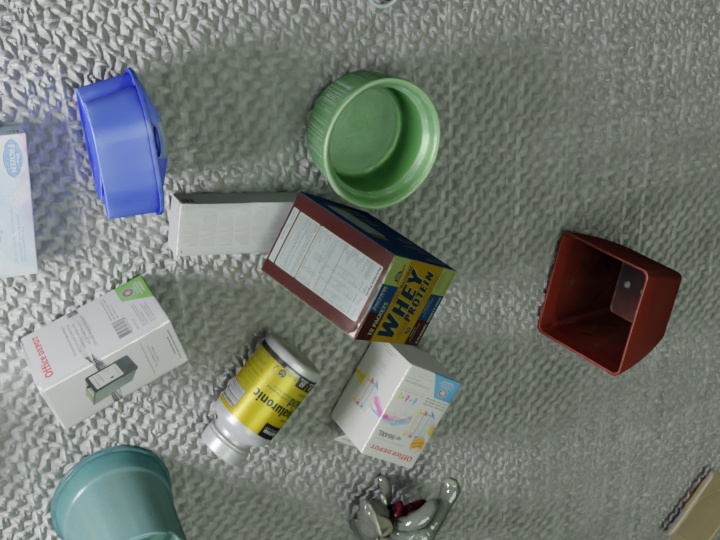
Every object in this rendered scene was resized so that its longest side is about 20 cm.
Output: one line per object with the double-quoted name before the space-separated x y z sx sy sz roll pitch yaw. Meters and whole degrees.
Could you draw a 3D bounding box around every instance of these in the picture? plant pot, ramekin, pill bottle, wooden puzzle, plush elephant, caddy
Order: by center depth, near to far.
"caddy" -0.308 -0.166 1.386 0.103 0.141 0.203 -15 121 -19
"ramekin" 0.014 -0.204 1.578 0.197 0.098 0.203 -13 119 -24
"plant pot" -0.357 0.408 1.601 0.197 0.196 0.204 -13 118 -25
"pill bottle" -0.164 0.211 1.669 0.111 0.111 0.201 37 93 -37
"plush elephant" 0.061 0.453 1.905 0.154 0.165 0.201 33 58 -2
"plant pot" 0.476 0.052 1.919 0.174 0.199 0.203 -5 116 -40
"wooden puzzle" 0.814 0.569 2.454 0.199 0.037 0.186 32 95 -41

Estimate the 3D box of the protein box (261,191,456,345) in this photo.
"protein box" 0.000 0.000 1.568 0.198 0.199 0.136 12 109 -58

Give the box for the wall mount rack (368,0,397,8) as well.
"wall mount rack" 0.029 -0.469 1.473 0.171 0.074 0.203 -8 116 -26

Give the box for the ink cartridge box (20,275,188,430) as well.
"ink cartridge box" -0.367 0.113 1.483 0.198 0.145 0.085 -29 126 -14

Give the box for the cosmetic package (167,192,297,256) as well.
"cosmetic package" -0.186 -0.071 1.557 0.197 0.051 0.084 -2 112 -29

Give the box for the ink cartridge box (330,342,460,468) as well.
"ink cartridge box" 0.054 0.236 1.796 0.127 0.125 0.202 23 100 -36

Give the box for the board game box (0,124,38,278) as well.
"board game box" -0.532 -0.080 1.359 0.196 0.043 0.203 -9 117 -25
